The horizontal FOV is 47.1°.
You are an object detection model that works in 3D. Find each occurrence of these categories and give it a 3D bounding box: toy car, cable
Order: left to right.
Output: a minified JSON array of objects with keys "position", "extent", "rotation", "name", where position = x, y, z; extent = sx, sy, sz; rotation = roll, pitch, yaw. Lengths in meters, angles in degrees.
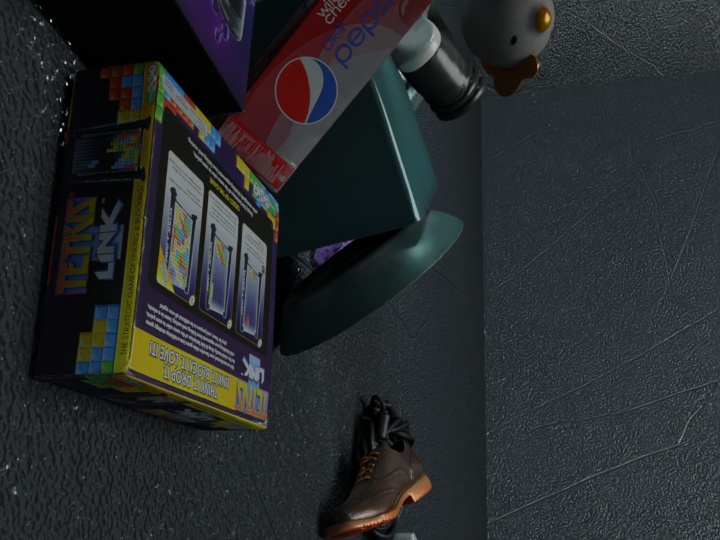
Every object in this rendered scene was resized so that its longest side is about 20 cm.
[{"position":[0.037,0.265,1.060],"extent":[0.201,0.050,0.166],"rotation":[70,21,-52],"name":"cable"},{"position":[0.156,-0.272,0.808],"extent":[0.182,0.176,0.204],"rotation":[-21,116,-29],"name":"toy car"}]

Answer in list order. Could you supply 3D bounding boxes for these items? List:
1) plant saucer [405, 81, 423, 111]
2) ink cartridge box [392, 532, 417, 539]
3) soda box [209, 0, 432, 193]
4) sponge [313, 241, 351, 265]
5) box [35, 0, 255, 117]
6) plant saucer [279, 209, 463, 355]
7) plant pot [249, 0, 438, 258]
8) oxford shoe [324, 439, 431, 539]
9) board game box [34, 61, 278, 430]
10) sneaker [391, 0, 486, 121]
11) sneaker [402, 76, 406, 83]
[{"position":[0.035,-0.165,0.951],"extent":[0.202,0.027,0.200],"rotation":[-56,-176,6],"name":"plant saucer"},{"position":[0.052,0.457,1.067],"extent":[0.110,0.049,0.203],"rotation":[69,20,-51],"name":"ink cartridge box"},{"position":[-0.025,-0.158,0.594],"extent":[0.063,0.201,0.070],"rotation":[38,6,-21],"name":"soda box"},{"position":[0.016,-0.047,0.952],"extent":[0.113,0.030,0.199],"rotation":[-62,161,6],"name":"sponge"},{"position":[-0.125,-0.197,0.449],"extent":[0.201,0.077,0.144],"rotation":[60,27,-62],"name":"box"},{"position":[0.000,0.000,0.732],"extent":[0.036,0.198,0.200],"rotation":[54,20,-9],"name":"plant saucer"},{"position":[-0.029,-0.138,0.715],"extent":[0.141,0.139,0.204],"rotation":[-56,132,-69],"name":"plant pot"},{"position":[0.011,0.241,0.916],"extent":[0.199,0.070,0.074],"rotation":[-6,72,-64],"name":"oxford shoe"},{"position":[-0.108,0.001,0.502],"extent":[0.200,0.055,0.169],"rotation":[53,37,-67],"name":"board game box"},{"position":[0.071,-0.217,0.838],"extent":[0.099,0.070,0.202],"rotation":[45,20,-29],"name":"sneaker"},{"position":[-0.016,-0.203,0.927],"extent":[0.091,0.077,0.201],"rotation":[47,48,-20],"name":"sneaker"}]
